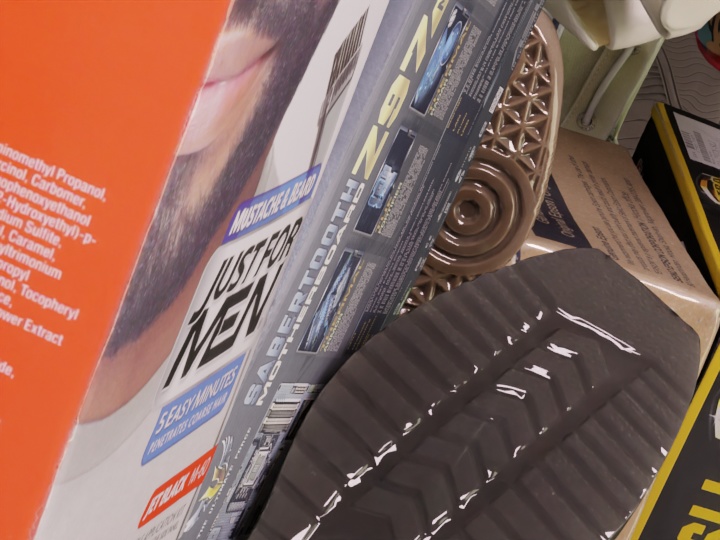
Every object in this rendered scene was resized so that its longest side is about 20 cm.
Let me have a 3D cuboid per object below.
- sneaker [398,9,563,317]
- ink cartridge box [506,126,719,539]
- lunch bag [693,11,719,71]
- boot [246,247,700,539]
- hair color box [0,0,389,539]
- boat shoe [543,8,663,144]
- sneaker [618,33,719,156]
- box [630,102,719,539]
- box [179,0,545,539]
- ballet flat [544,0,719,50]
[{"bbox_3d":[0.000,0.000,0.847,0.076,0.070,0.201,-92,-156,-68],"label":"sneaker"},{"bbox_3d":[0.035,0.063,0.945,0.165,0.075,0.201,-110,-141,-70],"label":"ink cartridge box"},{"bbox_3d":[0.158,-0.145,0.873,0.200,0.081,0.177,-75,-178,-74],"label":"lunch bag"},{"bbox_3d":[-0.001,0.092,0.740,0.200,0.077,0.139,-42,166,-25],"label":"boot"},{"bbox_3d":[-0.039,-0.040,0.507,0.111,0.064,0.201,-30,142,-72],"label":"hair color box"},{"bbox_3d":[0.063,-0.036,1.041,0.072,0.062,0.201,-55,167,-45],"label":"boat shoe"},{"bbox_3d":[0.149,-0.120,1.250,0.106,0.074,0.201,-35,147,-65],"label":"sneaker"},{"bbox_3d":[0.091,0.067,0.975,0.160,0.049,0.201,-101,-150,-62],"label":"box"},{"bbox_3d":[-0.017,-0.016,0.709,0.201,0.051,0.158,-66,170,3],"label":"box"},{"bbox_3d":[0.075,-0.096,0.829,0.075,0.074,0.200,-65,-175,-5],"label":"ballet flat"}]
